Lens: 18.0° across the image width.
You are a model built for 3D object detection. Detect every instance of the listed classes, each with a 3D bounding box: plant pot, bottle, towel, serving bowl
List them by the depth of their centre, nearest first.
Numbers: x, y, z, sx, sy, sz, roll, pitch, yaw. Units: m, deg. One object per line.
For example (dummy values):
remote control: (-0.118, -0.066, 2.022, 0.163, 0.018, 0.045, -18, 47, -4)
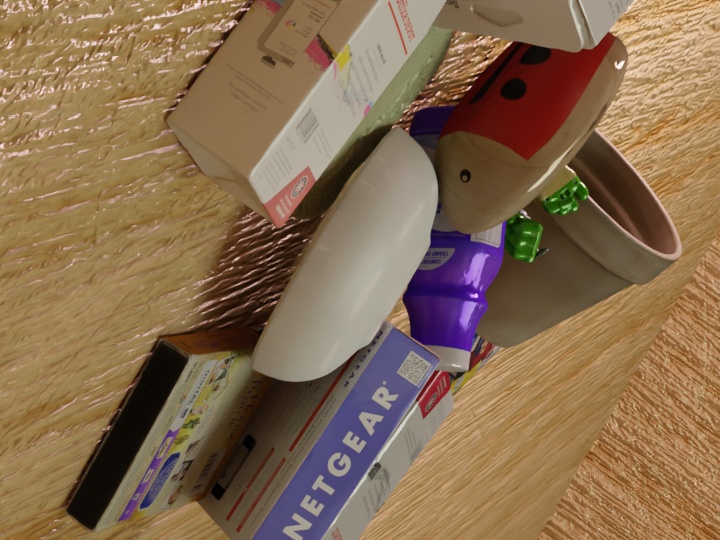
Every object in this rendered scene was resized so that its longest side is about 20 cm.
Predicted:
towel: (0.012, -0.136, 1.557, 0.200, 0.036, 0.149, -50, 163, -26)
serving bowl: (0.000, 0.000, 1.608, 0.201, 0.066, 0.200, -57, 176, -6)
bottle: (0.069, -0.024, 1.743, 0.065, 0.083, 0.202, 17, 77, -51)
plant pot: (0.154, -0.031, 2.001, 0.173, 0.200, 0.200, -43, 170, 19)

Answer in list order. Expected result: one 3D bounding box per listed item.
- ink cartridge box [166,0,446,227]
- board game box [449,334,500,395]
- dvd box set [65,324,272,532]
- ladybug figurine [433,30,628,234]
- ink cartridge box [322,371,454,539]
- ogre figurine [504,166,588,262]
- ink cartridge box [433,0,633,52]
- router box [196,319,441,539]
ink cartridge box: (-0.024, -0.136, 1.376, 0.200, 0.067, 0.117, -53, 166, -7)
board game box: (0.137, -0.002, 2.207, 0.200, 0.061, 0.201, -41, 158, -47)
dvd box set: (-0.127, 0.110, 1.635, 0.147, 0.029, 0.200, -60, 165, 11)
ladybug figurine: (0.119, -0.115, 1.652, 0.200, 0.072, 0.136, -53, -162, -27)
ink cartridge box: (-0.007, 0.161, 2.038, 0.200, 0.083, 0.145, -53, 166, -13)
ogre figurine: (0.126, -0.108, 1.818, 0.097, 0.202, 0.120, -9, -179, -23)
ink cartridge box: (0.138, -0.245, 1.488, 0.200, 0.146, 0.085, -49, 132, -27)
router box: (-0.041, 0.118, 1.720, 0.201, 0.049, 0.179, -56, -159, -1)
